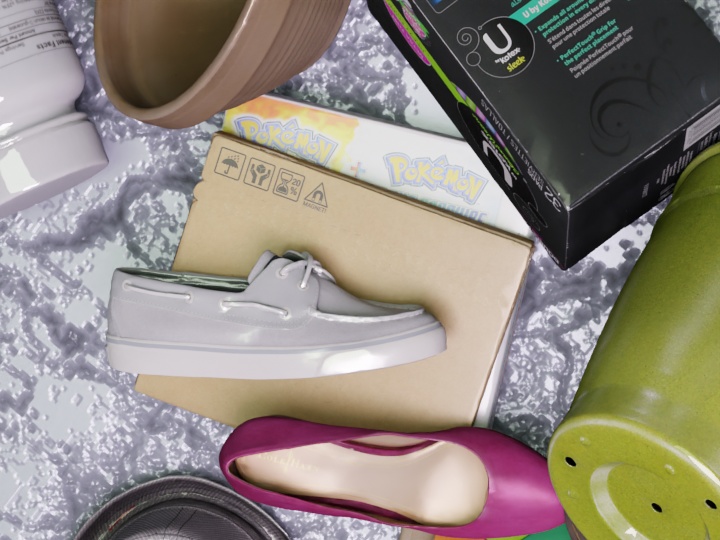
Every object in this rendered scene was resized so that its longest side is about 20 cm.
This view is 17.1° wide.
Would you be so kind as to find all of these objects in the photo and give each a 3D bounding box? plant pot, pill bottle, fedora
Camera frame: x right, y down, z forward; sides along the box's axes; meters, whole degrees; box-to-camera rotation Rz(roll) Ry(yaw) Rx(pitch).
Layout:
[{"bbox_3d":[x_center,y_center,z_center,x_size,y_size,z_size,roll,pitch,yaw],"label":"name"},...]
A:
[{"bbox_3d":[-0.066,-0.171,1.386,0.092,0.201,0.202,17,98,-32],"label":"plant pot"},{"bbox_3d":[-0.233,-0.135,1.427,0.113,0.113,0.201,-24,89,10],"label":"pill bottle"},{"bbox_3d":[-0.113,0.228,1.440,0.176,0.090,0.201,13,96,9],"label":"fedora"},{"bbox_3d":[0.201,0.065,1.263,0.200,0.201,0.193,41,58,5],"label":"plant pot"}]

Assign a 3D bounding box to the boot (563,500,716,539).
[{"bbox_3d":[0.217,0.173,1.322,0.199,0.064,0.187,-5,49,-25],"label":"boot"}]

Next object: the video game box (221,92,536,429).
[{"bbox_3d":[0.000,0.000,1.432,0.199,0.047,0.183,13,94,8],"label":"video game box"}]

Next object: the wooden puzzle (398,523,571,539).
[{"bbox_3d":[0.100,0.189,1.364,0.184,0.037,0.201,1,50,16],"label":"wooden puzzle"}]

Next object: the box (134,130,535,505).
[{"bbox_3d":[-0.017,0.028,1.401,0.199,0.021,0.164,20,99,7],"label":"box"}]

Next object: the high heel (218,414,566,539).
[{"bbox_3d":[0.020,0.122,1.345,0.199,0.096,0.068,6,99,10],"label":"high heel"}]

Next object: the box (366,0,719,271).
[{"bbox_3d":[0.103,-0.127,1.329,0.124,0.149,0.200,-36,77,-4],"label":"box"}]

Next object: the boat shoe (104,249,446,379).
[{"bbox_3d":[-0.050,0.022,1.366,0.199,0.072,0.069,0,98,20],"label":"boat shoe"}]
